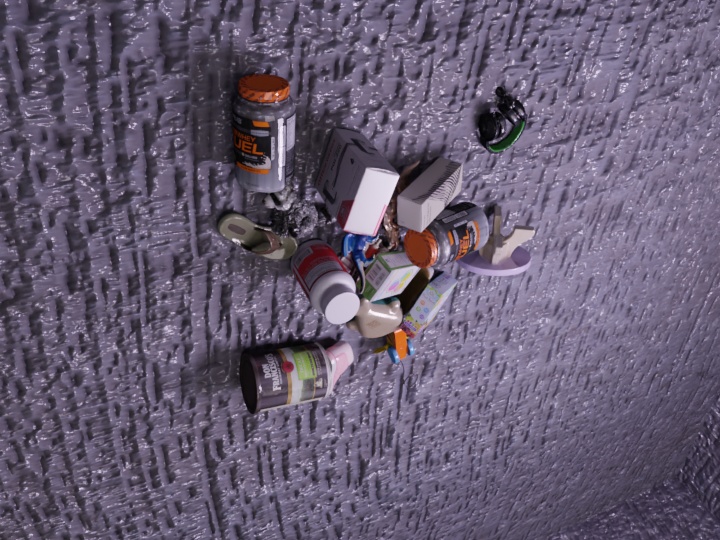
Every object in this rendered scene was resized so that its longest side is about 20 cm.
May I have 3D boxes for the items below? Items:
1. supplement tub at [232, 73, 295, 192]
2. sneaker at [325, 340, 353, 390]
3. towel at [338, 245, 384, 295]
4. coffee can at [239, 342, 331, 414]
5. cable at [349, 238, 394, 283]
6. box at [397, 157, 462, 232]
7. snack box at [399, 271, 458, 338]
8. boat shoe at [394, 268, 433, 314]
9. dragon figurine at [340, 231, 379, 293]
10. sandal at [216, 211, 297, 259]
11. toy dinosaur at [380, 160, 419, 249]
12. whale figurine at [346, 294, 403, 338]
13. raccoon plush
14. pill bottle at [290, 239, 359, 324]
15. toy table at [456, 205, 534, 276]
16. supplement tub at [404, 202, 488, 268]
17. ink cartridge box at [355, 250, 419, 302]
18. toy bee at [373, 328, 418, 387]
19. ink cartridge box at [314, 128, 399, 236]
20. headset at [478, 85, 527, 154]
[{"bbox_3d":[-0.187,-0.266,1.249,0.121,0.123,0.203,-12,128,-22],"label":"supplement tub"},{"bbox_3d":[-0.073,0.266,1.748,0.104,0.075,0.202,-33,155,-38],"label":"sneaker"},{"bbox_3d":[-0.013,0.009,1.622,0.200,0.030,0.146,-44,133,6],"label":"towel"},{"bbox_3d":[-0.191,0.270,1.633,0.197,0.147,0.148,-6,127,-27],"label":"coffee can"},{"bbox_3d":[0.000,0.000,1.570,0.097,0.050,0.201,25,107,-46],"label":"cable"},{"bbox_3d":[0.162,-0.179,1.495,0.200,0.068,0.083,-46,146,-38],"label":"box"},{"bbox_3d":[0.184,0.088,1.709,0.144,0.053,0.200,-60,168,19],"label":"snack box"},{"bbox_3d":[0.129,0.065,1.721,0.200,0.071,0.069,-48,163,27],"label":"boat shoe"},{"bbox_3d":[-0.016,-0.052,1.484,0.098,0.059,0.204,13,84,-10],"label":"dragon figurine"},{"bbox_3d":[-0.226,-0.064,1.422,0.199,0.058,0.080,19,113,-39],"label":"sandal"},{"bbox_3d":[0.083,-0.167,1.516,0.135,0.085,0.202,26,95,-49],"label":"toy dinosaur"},{"bbox_3d":[0.027,0.095,1.641,0.157,0.105,0.199,-26,148,21],"label":"whale figurine"},{"bbox_3d":[-0.134,-0.159,1.414,0.199,0.095,0.136,-31,127,-50],"label":"raccoon plush"},{"bbox_3d":[-0.079,0.027,1.478,0.111,0.201,0.114,-15,131,-19],"label":"pill bottle"},{"bbox_3d":[0.352,-0.070,1.687,0.196,0.185,0.119,-3,130,-1],"label":"toy table"},{"bbox_3d":[0.206,-0.083,1.558,0.198,0.122,0.124,-23,134,-35],"label":"supplement tub"},{"bbox_3d":[0.086,0.007,1.587,0.199,0.059,0.104,-11,144,-54],"label":"ink cartridge box"},{"bbox_3d":[0.092,0.217,1.790,0.129,0.109,0.203,-5,115,-28],"label":"toy bee"},{"bbox_3d":[-0.013,-0.189,1.355,0.084,0.201,0.147,8,120,-28],"label":"ink cartridge box"},{"bbox_3d":[0.342,-0.350,1.517,0.123,0.094,0.201,-34,145,-3],"label":"headset"}]
